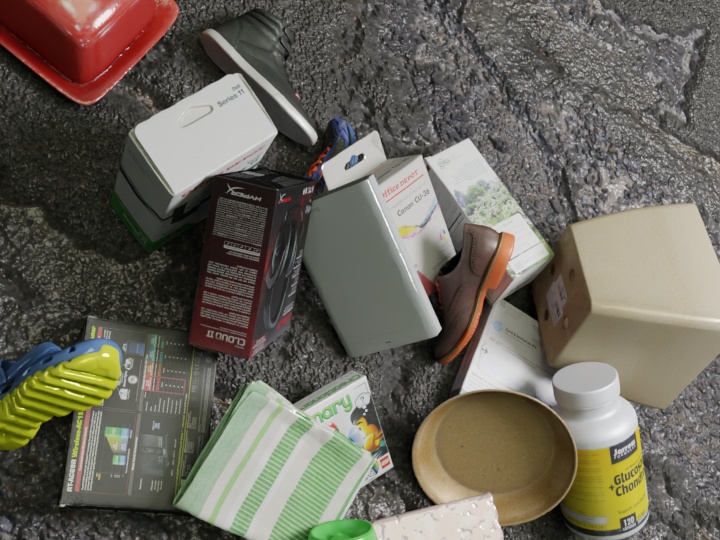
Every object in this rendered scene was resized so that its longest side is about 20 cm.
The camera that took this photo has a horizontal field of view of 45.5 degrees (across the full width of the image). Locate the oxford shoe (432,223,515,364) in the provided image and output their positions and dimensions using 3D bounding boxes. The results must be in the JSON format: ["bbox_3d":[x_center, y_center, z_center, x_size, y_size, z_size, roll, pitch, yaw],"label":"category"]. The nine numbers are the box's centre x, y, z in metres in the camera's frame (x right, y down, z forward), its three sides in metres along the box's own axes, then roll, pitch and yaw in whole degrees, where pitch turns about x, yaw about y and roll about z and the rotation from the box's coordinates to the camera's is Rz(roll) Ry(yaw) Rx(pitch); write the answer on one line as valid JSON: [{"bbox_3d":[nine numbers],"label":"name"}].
[{"bbox_3d":[0.123,0.028,1.073,0.072,0.202,0.071,21,28,0],"label":"oxford shoe"}]

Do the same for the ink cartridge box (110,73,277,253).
[{"bbox_3d":[-0.191,-0.116,0.963,0.146,0.200,0.084,-36,89,-26],"label":"ink cartridge box"}]

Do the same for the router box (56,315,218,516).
[{"bbox_3d":[-0.241,0.161,0.939,0.147,0.062,0.204,10,71,-20],"label":"router box"}]

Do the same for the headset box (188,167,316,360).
[{"bbox_3d":[-0.118,-0.004,0.944,0.076,0.149,0.204,12,101,10],"label":"headset box"}]

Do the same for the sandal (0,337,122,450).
[{"bbox_3d":[-0.322,0.108,0.872,0.079,0.198,0.088,41,33,-44],"label":"sandal"}]

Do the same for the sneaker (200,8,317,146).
[{"bbox_3d":[-0.105,-0.259,1.111,0.200,0.071,0.099,47,69,1],"label":"sneaker"}]

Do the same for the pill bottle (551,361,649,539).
[{"bbox_3d":[0.293,0.223,1.071,0.111,0.112,0.203,-22,110,-26],"label":"pill bottle"}]

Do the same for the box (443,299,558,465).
[{"bbox_3d":[0.201,0.160,1.130,0.154,0.041,0.202,30,67,-11],"label":"box"}]

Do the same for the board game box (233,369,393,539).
[{"bbox_3d":[-0.063,0.217,0.984,0.198,0.034,0.128,-28,111,-26],"label":"board game box"}]

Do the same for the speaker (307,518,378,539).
[{"bbox_3d":[-0.012,0.382,0.933,0.087,0.088,0.204,-5,92,-23],"label":"speaker"}]

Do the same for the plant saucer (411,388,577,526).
[{"bbox_3d":[0.162,0.221,1.041,0.199,0.201,0.036,35,25,-8],"label":"plant saucer"}]

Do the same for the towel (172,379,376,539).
[{"bbox_3d":[-0.085,0.226,0.935,0.199,0.023,0.154,37,79,-33],"label":"towel"}]

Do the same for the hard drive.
[{"bbox_3d":[0.000,0.000,1.021,0.202,0.130,0.026,65,33,-13],"label":"hard drive"}]

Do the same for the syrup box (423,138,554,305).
[{"bbox_3d":[0.157,-0.066,1.137,0.078,0.082,0.201,-27,73,-27],"label":"syrup box"}]

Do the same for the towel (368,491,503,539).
[{"bbox_3d":[0.091,0.379,1.005,0.188,0.032,0.203,-12,79,-10],"label":"towel"}]

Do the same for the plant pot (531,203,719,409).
[{"bbox_3d":[0.336,0.040,1.113,0.174,0.201,0.202,6,51,-13],"label":"plant pot"}]

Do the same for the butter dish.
[{"bbox_3d":[-0.331,-0.336,1.001,0.199,0.148,0.201,39,65,-7],"label":"butter dish"}]

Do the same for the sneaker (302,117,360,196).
[{"bbox_3d":[-0.050,-0.107,1.090,0.077,0.075,0.203,15,68,-14],"label":"sneaker"}]

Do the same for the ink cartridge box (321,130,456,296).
[{"bbox_3d":[0.039,-0.063,1.066,0.116,0.067,0.202,-38,115,-36],"label":"ink cartridge box"}]
